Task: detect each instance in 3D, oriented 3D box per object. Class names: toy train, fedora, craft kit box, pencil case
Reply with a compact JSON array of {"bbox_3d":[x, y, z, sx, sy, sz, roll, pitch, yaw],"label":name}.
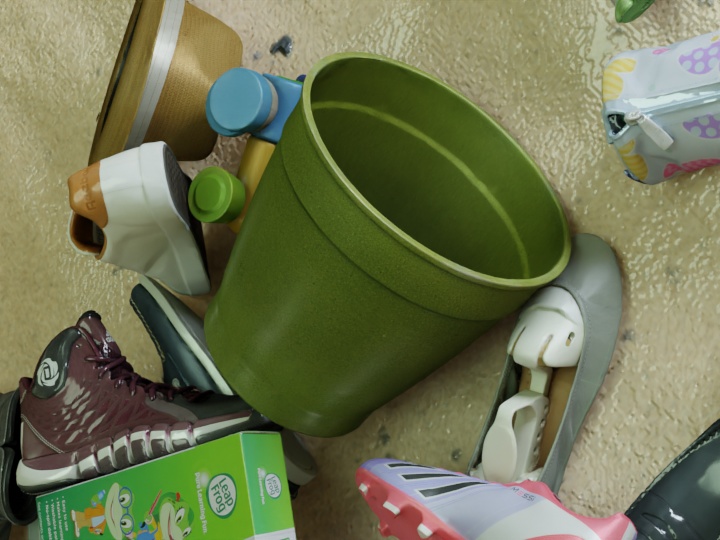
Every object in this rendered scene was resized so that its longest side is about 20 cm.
[{"bbox_3d":[-0.074,-0.039,1.413,0.084,0.115,0.202,22,97,34],"label":"toy train"},{"bbox_3d":[-0.133,-0.133,1.458,0.081,0.201,0.202,17,90,-10],"label":"fedora"},{"bbox_3d":[-0.119,0.222,1.327,0.197,0.048,0.202,-19,73,34],"label":"craft kit box"},{"bbox_3d":[0.241,-0.111,1.222,0.199,0.090,0.084,-13,77,32],"label":"pencil case"}]

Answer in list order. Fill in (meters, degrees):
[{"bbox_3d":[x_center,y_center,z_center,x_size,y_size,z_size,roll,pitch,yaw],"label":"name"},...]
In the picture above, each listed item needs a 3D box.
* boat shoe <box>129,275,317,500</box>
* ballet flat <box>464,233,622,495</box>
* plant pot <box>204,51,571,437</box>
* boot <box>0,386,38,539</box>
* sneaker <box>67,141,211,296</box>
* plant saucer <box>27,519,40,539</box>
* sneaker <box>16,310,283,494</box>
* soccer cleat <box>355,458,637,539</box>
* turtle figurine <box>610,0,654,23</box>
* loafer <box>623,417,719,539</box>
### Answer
[{"bbox_3d":[-0.109,0.088,1.451,0.062,0.075,0.200,-43,71,10],"label":"boat shoe"},{"bbox_3d":[0.114,0.073,1.303,0.067,0.064,0.202,18,95,34],"label":"ballet flat"},{"bbox_3d":[0.000,0.000,1.328,0.193,0.200,0.201,-52,59,31],"label":"plant pot"},{"bbox_3d":[-0.276,0.182,1.529,0.131,0.069,0.202,-5,83,57],"label":"boot"},{"bbox_3d":[-0.153,-0.032,1.417,0.084,0.200,0.073,-12,67,3],"label":"sneaker"},{"bbox_3d":[-0.179,0.187,1.500,0.199,0.050,0.202,-5,82,33],"label":"plant saucer"},{"bbox_3d":[-0.150,0.077,1.389,0.198,0.076,0.117,-15,77,17],"label":"sneaker"},{"bbox_3d":[0.078,0.152,1.259,0.076,0.067,0.199,-42,38,-23],"label":"soccer cleat"},{"bbox_3d":[0.126,-0.259,1.269,0.194,0.144,0.200,44,153,11],"label":"turtle figurine"},{"bbox_3d":[0.182,0.170,1.241,0.068,0.070,0.201,42,108,30],"label":"loafer"}]
